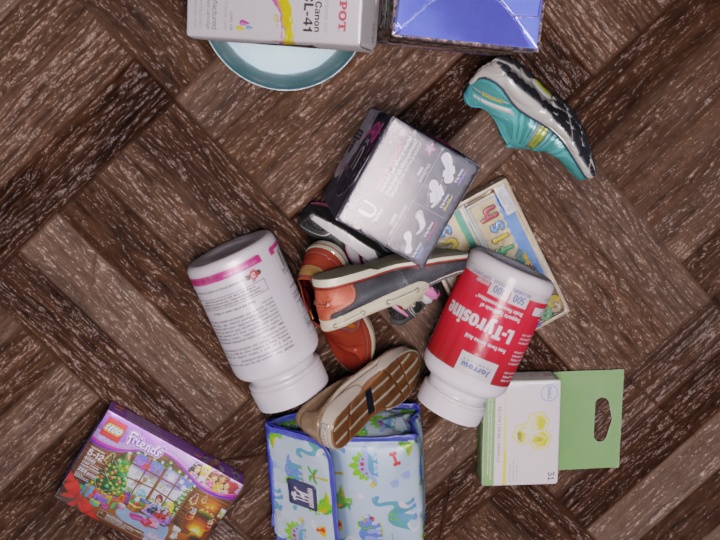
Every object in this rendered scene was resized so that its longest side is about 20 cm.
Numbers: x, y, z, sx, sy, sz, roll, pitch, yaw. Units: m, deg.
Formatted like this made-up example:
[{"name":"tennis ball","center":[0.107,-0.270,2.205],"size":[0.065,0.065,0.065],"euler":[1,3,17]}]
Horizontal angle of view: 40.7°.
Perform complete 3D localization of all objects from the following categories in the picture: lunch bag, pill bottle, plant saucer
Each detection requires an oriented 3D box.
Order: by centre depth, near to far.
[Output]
[{"name":"plant saucer","center":[-0.089,-0.314,1.143],"size":[0.199,0.027,0.201],"euler":[-1,102,-5]},{"name":"pill bottle","center":[-0.120,0.063,1.177],"size":[0.113,0.113,0.201],"euler":[-23,103,-1]},{"name":"pill bottle","center":[0.147,0.082,1.185],"size":[0.112,0.112,0.201],"euler":[22,100,-10]},{"name":"lunch bag","center":[-0.019,0.266,1.233],"size":[0.199,0.127,0.171],"euler":[-1,105,7]}]

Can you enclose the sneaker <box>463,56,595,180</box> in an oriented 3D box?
[{"name":"sneaker","center":[0.212,-0.179,1.192],"size":[0.200,0.078,0.080],"euler":[38,126,-17]}]

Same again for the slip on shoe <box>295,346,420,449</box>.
[{"name":"slip on shoe","center":[0.001,0.150,1.198],"size":[0.060,0.200,0.076],"euler":[13,125,35]}]

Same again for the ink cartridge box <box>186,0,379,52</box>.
[{"name":"ink cartridge box","center":[-0.082,-0.320,1.059],"size":[0.199,0.086,0.148],"euler":[6,101,13]}]

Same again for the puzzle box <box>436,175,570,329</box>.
[{"name":"puzzle box","center":[0.167,-0.003,1.239],"size":[0.133,0.025,0.201],"euler":[-29,104,1]}]

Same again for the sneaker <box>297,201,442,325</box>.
[{"name":"sneaker","center":[0.000,0.000,1.198],"size":[0.200,0.080,0.086],"euler":[36,107,-7]}]

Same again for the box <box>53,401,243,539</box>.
[{"name":"box","center":[-0.269,0.276,1.245],"size":[0.200,0.039,0.137],"euler":[31,97,-12]}]

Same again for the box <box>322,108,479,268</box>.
[{"name":"box","center":[0.039,-0.103,1.113],"size":[0.114,0.200,0.133],"euler":[27,98,-12]}]

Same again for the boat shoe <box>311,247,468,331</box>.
[{"name":"boat shoe","center":[0.038,0.017,1.120],"size":[0.199,0.071,0.063],"euler":[-14,101,-25]}]

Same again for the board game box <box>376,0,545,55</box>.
[{"name":"board game box","center":[0.102,-0.297,1.078],"size":[0.159,0.200,0.097],"euler":[5,101,-6]}]

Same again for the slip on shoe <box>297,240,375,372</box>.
[{"name":"slip on shoe","center":[-0.033,0.056,1.182],"size":[0.074,0.061,0.201],"euler":[8,136,27]}]

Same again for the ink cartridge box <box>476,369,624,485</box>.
[{"name":"ink cartridge box","center":[0.255,0.206,1.283],"size":[0.199,0.048,0.146],"euler":[-1,102,-3]}]
